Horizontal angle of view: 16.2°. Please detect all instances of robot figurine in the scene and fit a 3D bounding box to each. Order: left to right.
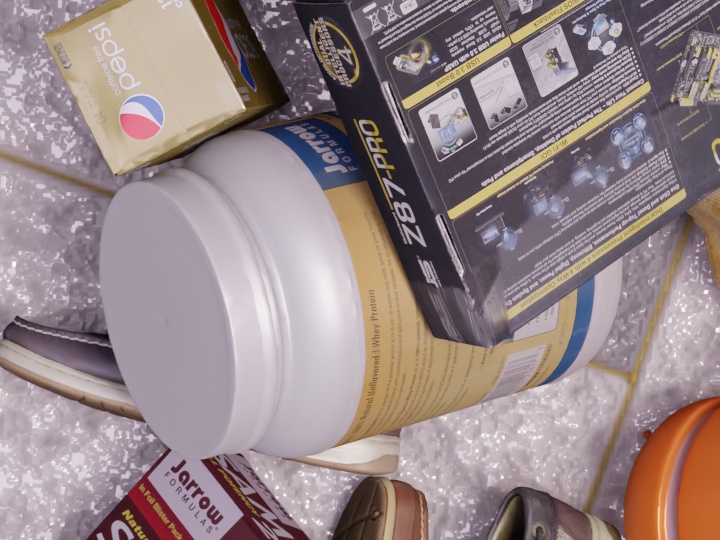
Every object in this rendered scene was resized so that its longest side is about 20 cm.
[{"bbox_3d":[0.203,0.111,1.150,0.200,0.117,0.144,-4,121,45],"label":"robot figurine"}]

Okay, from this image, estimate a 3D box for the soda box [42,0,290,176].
[{"bbox_3d":[-0.082,-0.089,1.127,0.064,0.200,0.068,-27,93,5],"label":"soda box"}]

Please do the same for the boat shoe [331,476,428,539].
[{"bbox_3d":[0.016,0.199,1.217,0.067,0.072,0.201,4,91,-19],"label":"boat shoe"}]

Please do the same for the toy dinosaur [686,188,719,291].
[{"bbox_3d":[0.185,-0.025,1.154,0.200,0.058,0.101,36,129,13],"label":"toy dinosaur"}]

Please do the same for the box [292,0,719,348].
[{"bbox_3d":[0.086,-0.087,1.054,0.200,0.049,0.162,-34,111,-25],"label":"box"}]

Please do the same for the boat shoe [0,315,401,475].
[{"bbox_3d":[-0.073,0.047,1.207,0.199,0.072,0.065,14,85,2],"label":"boat shoe"}]

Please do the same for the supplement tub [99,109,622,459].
[{"bbox_3d":[0.000,0.000,1.122,0.199,0.145,0.145,-14,95,-30],"label":"supplement tub"}]

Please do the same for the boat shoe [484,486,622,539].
[{"bbox_3d":[0.054,0.194,1.163,0.066,0.072,0.201,32,71,-19],"label":"boat shoe"}]

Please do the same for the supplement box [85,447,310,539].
[{"bbox_3d":[-0.106,0.188,1.192,0.200,0.061,0.109,-48,59,9],"label":"supplement box"}]
